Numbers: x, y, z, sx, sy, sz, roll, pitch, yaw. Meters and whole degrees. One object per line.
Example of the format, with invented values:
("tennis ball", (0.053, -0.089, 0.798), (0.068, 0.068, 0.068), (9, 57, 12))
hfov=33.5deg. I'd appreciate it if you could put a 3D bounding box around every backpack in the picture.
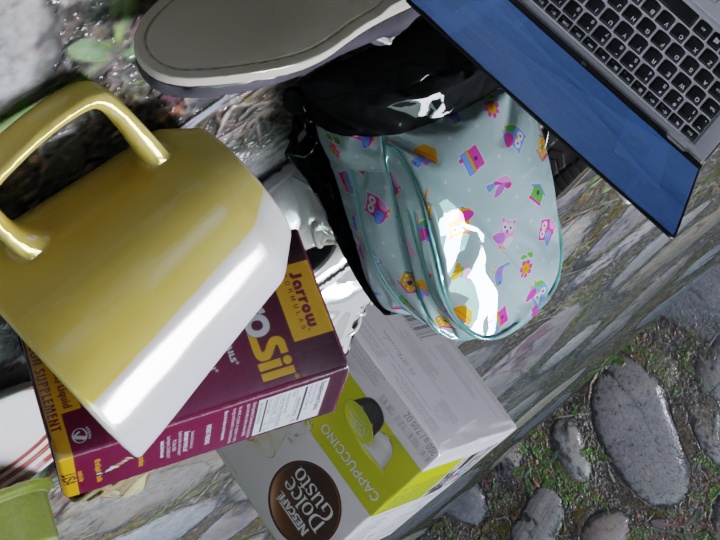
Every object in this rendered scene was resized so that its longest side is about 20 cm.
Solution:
("backpack", (0.053, -0.051, 0.791), (0.166, 0.126, 0.202), (-26, 118, -24))

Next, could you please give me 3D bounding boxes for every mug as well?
("mug", (-0.121, -0.005, 0.667), (0.153, 0.150, 0.187), (-42, 171, -11))

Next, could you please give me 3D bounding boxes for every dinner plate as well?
("dinner plate", (-0.283, 0.134, 0.887), (0.199, 0.024, 0.201), (-34, 162, -13))

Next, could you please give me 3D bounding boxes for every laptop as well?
("laptop", (0.152, -0.148, 0.667), (0.200, 0.187, 0.116), (-48, 179, -4))

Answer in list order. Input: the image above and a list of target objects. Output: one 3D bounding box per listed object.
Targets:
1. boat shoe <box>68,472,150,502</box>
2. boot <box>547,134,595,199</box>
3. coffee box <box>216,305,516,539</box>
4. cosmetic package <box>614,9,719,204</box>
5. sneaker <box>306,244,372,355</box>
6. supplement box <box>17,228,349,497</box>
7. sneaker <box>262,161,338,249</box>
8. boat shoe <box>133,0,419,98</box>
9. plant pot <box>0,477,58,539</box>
("boat shoe", (-0.203, 0.144, 0.992), (0.064, 0.072, 0.201), (-14, 152, -31))
("boot", (0.256, -0.146, 1.200), (0.199, 0.078, 0.138), (-33, 172, 31))
("coffee box", (-0.006, 0.147, 1.182), (0.198, 0.201, 0.199), (-44, 163, 21))
("cosmetic package", (0.221, -0.183, 0.818), (0.199, 0.168, 0.166), (-38, 171, -3))
("sneaker", (0.000, 0.000, 0.975), (0.198, 0.076, 0.116), (-24, 139, -13))
("supplement box", (-0.120, 0.061, 0.805), (0.198, 0.111, 0.086), (-16, 158, -17))
("sneaker", (-0.009, -0.052, 0.872), (0.199, 0.081, 0.071), (-34, 165, -9))
("boat shoe", (-0.038, -0.123, 0.637), (0.199, 0.073, 0.063), (-31, 160, -38))
("plant pot", (-0.294, 0.297, 0.945), (0.198, 0.191, 0.200), (-30, 171, -5))
